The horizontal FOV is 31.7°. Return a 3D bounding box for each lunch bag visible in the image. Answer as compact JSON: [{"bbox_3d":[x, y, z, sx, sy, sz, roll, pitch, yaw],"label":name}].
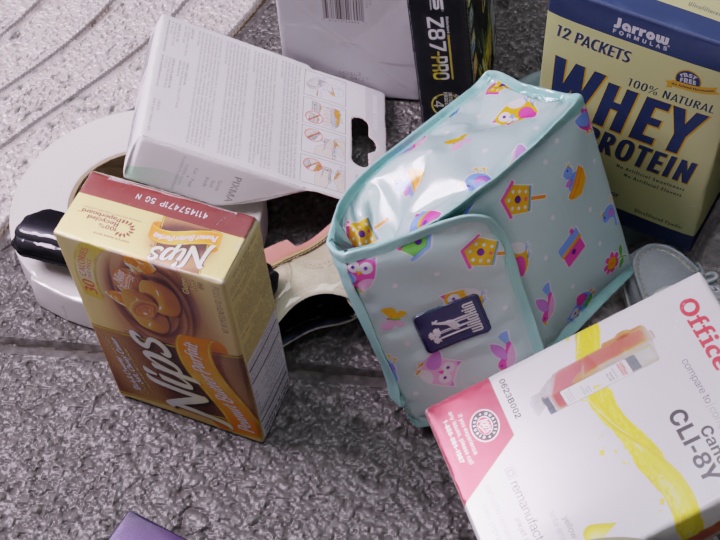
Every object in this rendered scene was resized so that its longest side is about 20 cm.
[{"bbox_3d":[0.078,-0.009,0.863,0.200,0.171,0.122,-42,40,-23],"label":"lunch bag"}]

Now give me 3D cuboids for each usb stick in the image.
[{"bbox_3d":[-0.156,-0.008,0.904,0.199,0.033,0.055,13,22,19],"label":"usb stick"}]

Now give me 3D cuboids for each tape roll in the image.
[{"bbox_3d":[-0.172,-0.043,0.990,0.202,0.037,0.203,-1,53,1],"label":"tape roll"}]

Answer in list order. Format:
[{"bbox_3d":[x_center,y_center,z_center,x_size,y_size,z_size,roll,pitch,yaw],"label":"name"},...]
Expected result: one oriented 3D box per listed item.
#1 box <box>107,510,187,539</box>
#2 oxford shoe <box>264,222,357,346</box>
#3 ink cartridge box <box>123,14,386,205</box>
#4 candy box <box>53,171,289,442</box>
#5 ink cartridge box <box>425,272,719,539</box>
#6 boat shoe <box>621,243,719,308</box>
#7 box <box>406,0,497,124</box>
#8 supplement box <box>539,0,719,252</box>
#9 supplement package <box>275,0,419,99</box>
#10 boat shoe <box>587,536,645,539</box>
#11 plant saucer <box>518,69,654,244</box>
[{"bbox_3d":[-0.087,0.253,0.739,0.199,0.079,0.141,22,60,18],"label":"box"},{"bbox_3d":[0.000,0.000,0.931,0.200,0.071,0.074,-29,53,-5],"label":"oxford shoe"},{"bbox_3d":[-0.078,-0.111,1.003,0.199,0.050,0.161,18,42,-17],"label":"ink cartridge box"},{"bbox_3d":[-0.116,0.029,0.829,0.115,0.200,0.055,17,59,15],"label":"candy box"},{"bbox_3d":[0.162,0.114,0.791,0.199,0.083,0.145,-27,53,7],"label":"ink cartridge box"},{"bbox_3d":[0.247,0.053,0.881,0.074,0.065,0.202,-15,54,-9],"label":"boat shoe"},{"bbox_3d":[0.073,-0.207,0.994,0.049,0.200,0.162,0,47,11],"label":"box"},{"bbox_3d":[0.229,-0.165,0.914,0.134,0.200,0.200,24,57,19],"label":"supplement box"},{"bbox_3d":[0.006,-0.263,1.096,0.121,0.120,0.201,5,53,7],"label":"supplement package"},{"bbox_3d":[0.185,0.201,0.719,0.201,0.063,0.074,16,37,-28],"label":"boat shoe"},{"bbox_3d":[0.192,-0.109,1.023,0.200,0.039,0.202,-1,54,2],"label":"plant saucer"}]
